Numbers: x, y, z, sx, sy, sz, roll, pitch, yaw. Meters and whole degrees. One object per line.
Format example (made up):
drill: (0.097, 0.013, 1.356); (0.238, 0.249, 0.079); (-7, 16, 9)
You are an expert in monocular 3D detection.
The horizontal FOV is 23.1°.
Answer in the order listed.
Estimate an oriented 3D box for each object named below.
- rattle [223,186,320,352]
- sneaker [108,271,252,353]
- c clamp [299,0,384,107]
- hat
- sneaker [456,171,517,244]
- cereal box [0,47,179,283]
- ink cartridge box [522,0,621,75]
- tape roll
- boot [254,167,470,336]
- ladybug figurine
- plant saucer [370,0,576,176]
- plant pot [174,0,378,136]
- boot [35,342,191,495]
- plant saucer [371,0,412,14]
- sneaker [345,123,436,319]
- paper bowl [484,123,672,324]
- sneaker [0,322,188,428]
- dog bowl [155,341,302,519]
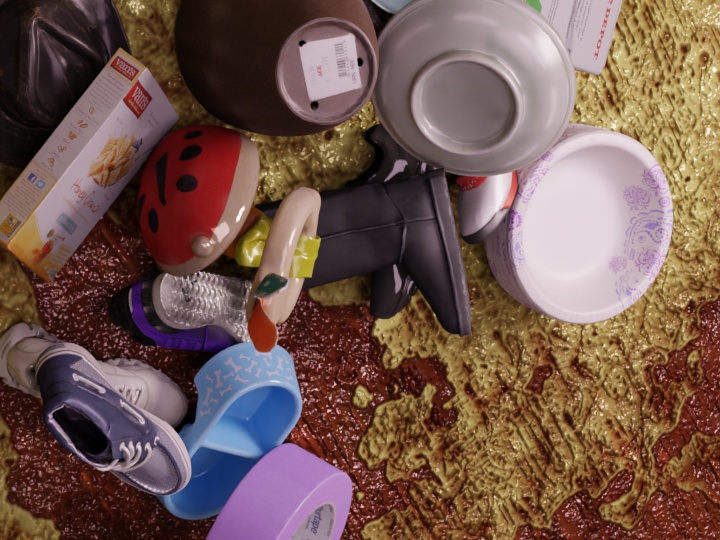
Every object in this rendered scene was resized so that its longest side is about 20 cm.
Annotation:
rattle: (-0.114, -0.009, 1.595); (0.142, 0.200, 0.131); (30, 127, -1)
sneaker: (-0.166, 0.044, 1.687); (0.200, 0.099, 0.070); (24, 57, -55)
c clamp: (-0.023, -0.266, 1.710); (0.170, 0.027, 0.201); (-31, 113, -17)
hat: (-0.283, -0.185, 1.567); (0.199, 0.081, 0.203); (-6, 104, -24)
sneaker: (0.111, -0.134, 1.760); (0.108, 0.067, 0.203); (37, 60, -30)
cereal box: (-0.248, -0.091, 1.579); (0.039, 0.144, 0.201); (36, 84, 12)
ink cartridge box: (0.178, -0.281, 1.732); (0.199, 0.083, 0.148); (6, 101, -55)
tape roll: (-0.087, 0.272, 1.715); (0.200, 0.065, 0.201); (-51, 157, -32)
boot: (0.000, -0.001, 1.708); (0.198, 0.066, 0.167); (-12, 90, 5)
ladybug figurine: (-0.153, -0.071, 1.596); (0.072, 0.200, 0.136); (38, 104, -24)
plant saucer: (0.101, -0.165, 1.647); (0.198, 0.050, 0.202); (6, 127, 8)
plant pot: (-0.057, -0.199, 1.595); (0.185, 0.200, 0.189); (-5, 107, -17)
boot: (-0.222, 0.158, 1.584); (0.072, 0.091, 0.200); (-35, 122, 12)
plant saucer: (0.012, -0.336, 1.664); (0.200, 0.038, 0.203); (17, 68, -50)
sneaker: (0.024, -0.053, 1.766); (0.090, 0.076, 0.202); (9, 90, -19)
paper bowl: (0.218, -0.052, 1.837); (0.199, 0.104, 0.203); (-7, 105, -25)
sneaker: (-0.247, 0.114, 1.656); (0.199, 0.081, 0.076); (21, 90, -30)
dog bowl: (-0.131, 0.160, 1.698); (0.111, 0.050, 0.201); (20, 116, -41)
